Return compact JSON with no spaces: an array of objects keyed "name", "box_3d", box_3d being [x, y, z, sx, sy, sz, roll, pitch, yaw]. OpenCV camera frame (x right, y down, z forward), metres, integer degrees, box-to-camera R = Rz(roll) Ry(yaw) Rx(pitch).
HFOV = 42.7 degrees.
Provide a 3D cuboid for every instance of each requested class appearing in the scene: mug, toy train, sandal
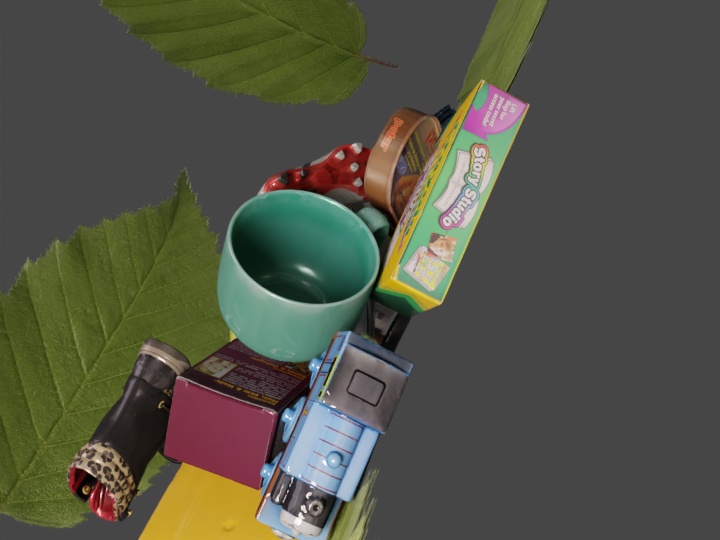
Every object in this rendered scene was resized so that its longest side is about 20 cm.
[{"name":"mug","box_3d":[-0.052,0.014,0.919,0.115,0.181,0.154,112,153,-44]},{"name":"toy train","box_3d":[-0.028,0.150,0.831,0.203,0.086,0.114,-65,8,-11]},{"name":"sandal","box_3d":[-0.005,0.125,0.998,0.075,0.044,0.203,-131,66,-87]}]

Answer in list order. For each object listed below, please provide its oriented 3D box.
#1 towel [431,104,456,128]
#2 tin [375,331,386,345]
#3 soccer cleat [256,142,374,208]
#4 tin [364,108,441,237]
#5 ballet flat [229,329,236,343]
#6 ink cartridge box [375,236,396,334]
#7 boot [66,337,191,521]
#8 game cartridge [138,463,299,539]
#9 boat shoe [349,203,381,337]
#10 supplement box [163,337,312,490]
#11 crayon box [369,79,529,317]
[{"name":"towel","box_3d":[0.081,-0.139,1.211,0.200,0.048,0.113,-47,-28,-56]},{"name":"tin","box_3d":[-0.017,0.153,1.127,0.113,0.041,0.201,-57,7,42]},{"name":"soccer cleat","box_3d":[-0.044,-0.091,1.031,0.198,0.070,0.085,-24,-2,-44]},{"name":"tin","box_3d":[0.057,-0.102,1.028,0.113,0.041,0.200,-57,-23,-11]},{"name":"ballet flat","box_3d":[-0.121,0.128,1.149,0.201,0.065,0.068,71,-158,-51]},{"name":"ink cartridge box","box_3d":[-0.017,0.014,1.195,0.084,0.145,0.201,-63,2,-30]},{"name":"boot","box_3d":[-0.223,0.180,0.930,0.202,0.072,0.152,101,-166,-52]},{"name":"game cartridge","box_3d":[-0.123,0.256,0.882,0.201,0.173,0.033,-65,-29,-57]},{"name":"boat shoe","box_3d":[0.000,0.000,1.049,0.072,0.061,0.203,122,148,-55]},{"name":"supplement box","box_3d":[-0.108,0.136,0.965,0.200,0.108,0.087,-35,-40,-70]},{"name":"crayon box","box_3d":[0.079,-0.062,0.897,0.173,0.057,0.203,129,166,-80]}]
